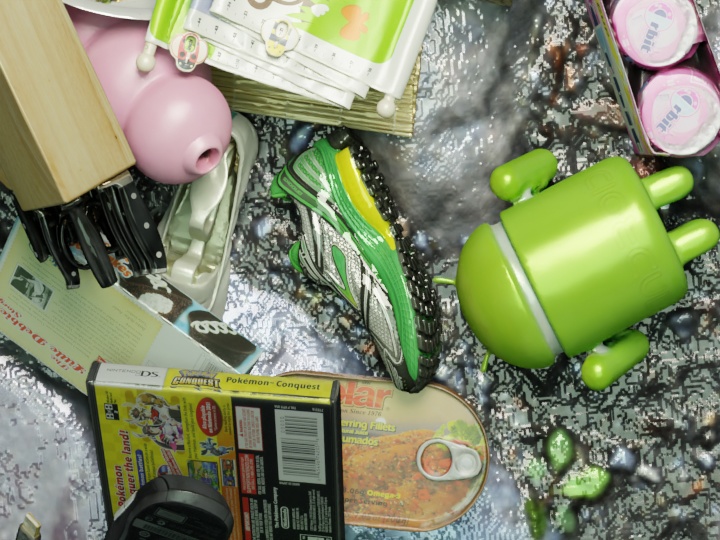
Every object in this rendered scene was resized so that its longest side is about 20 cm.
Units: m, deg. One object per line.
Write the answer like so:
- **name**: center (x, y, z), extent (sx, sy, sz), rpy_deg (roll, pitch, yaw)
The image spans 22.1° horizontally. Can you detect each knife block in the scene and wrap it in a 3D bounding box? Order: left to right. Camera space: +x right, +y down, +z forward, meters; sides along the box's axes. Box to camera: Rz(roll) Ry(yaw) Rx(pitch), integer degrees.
- **knife block**: center (-0.195, -0.085, 1.235), extent (0.064, 0.201, 0.175), rpy_deg (-33, 62, -33)

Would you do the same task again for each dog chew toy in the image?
- **dog chew toy**: center (-0.163, -0.135, 1.310), extent (0.125, 0.124, 0.200), rpy_deg (-49, 56, 6)

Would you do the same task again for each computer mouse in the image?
- **computer mouse**: center (-0.174, 0.186, 1.343), extent (0.139, 0.200, 0.046), rpy_deg (18, 52, -11)

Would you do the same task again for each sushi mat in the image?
- **sushi mat**: center (-0.051, -0.162, 1.384), extent (0.198, 0.012, 0.097), rpy_deg (9, 96, 3)

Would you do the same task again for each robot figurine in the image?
- **robot figurine**: center (0.157, -0.005, 1.331), extent (0.199, 0.116, 0.177), rpy_deg (-27, 91, 5)

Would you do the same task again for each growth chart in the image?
- **growth chart**: center (-0.043, -0.186, 1.260), extent (0.198, 0.018, 0.146), rpy_deg (12, 91, -10)

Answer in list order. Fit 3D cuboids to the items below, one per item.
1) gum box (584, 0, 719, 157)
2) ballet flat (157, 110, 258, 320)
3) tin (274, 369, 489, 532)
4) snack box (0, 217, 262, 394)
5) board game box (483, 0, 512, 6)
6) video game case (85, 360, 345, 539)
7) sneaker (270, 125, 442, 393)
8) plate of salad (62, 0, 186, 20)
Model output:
- **gum box**: center (0.204, -0.177, 1.316), extent (0.065, 0.114, 0.202), rpy_deg (-19, 93, 5)
- **ballet flat**: center (-0.124, -0.022, 1.373), extent (0.069, 0.069, 0.202), rpy_deg (16, 95, 2)
- **tin**: center (-0.001, 0.133, 1.391), extent (0.197, 0.042, 0.113), rpy_deg (6, 99, 4)
- **snack box**: center (-0.180, 0.045, 1.357), extent (0.199, 0.037, 0.117), rpy_deg (36, 131, 3)
- **board game box**: center (0.057, -0.308, 1.324), extent (0.158, 0.097, 0.202), rpy_deg (14, 95, 3)
- **video game case**: center (-0.101, 0.153, 1.347), extent (0.178, 0.026, 0.202), rpy_deg (4, 130, 6)
- **sneaker**: center (0.000, 0.000, 1.368), extent (0.085, 0.078, 0.202), rpy_deg (-27, 81, 14)
- **plate of salad**: center (-0.171, -0.248, 1.304), extent (0.198, 0.201, 0.048), rpy_deg (21, 131, 2)
